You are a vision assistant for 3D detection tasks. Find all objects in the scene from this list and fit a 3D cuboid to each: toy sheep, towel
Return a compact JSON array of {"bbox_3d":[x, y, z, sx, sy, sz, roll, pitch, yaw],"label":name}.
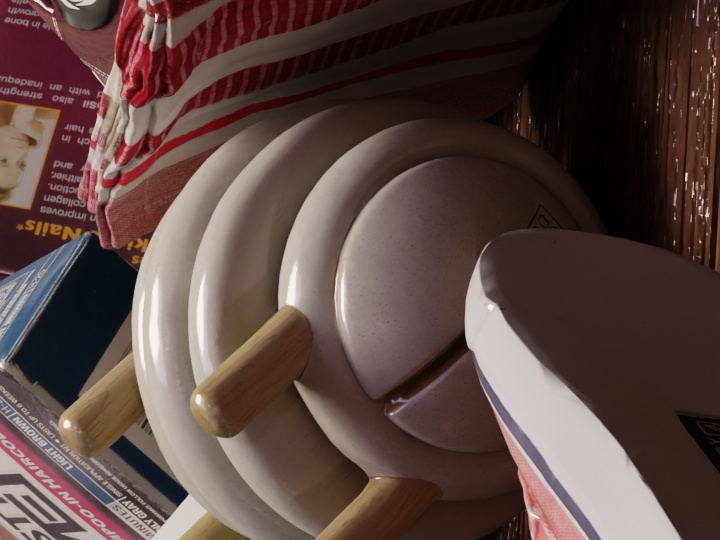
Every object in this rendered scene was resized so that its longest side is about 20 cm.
[{"bbox_3d":[0.002,0.018,0.753,0.200,0.137,0.138,-6,81,60],"label":"toy sheep"},{"bbox_3d":[0.000,-0.062,0.770,0.200,0.144,0.023,121,127,-72],"label":"towel"}]

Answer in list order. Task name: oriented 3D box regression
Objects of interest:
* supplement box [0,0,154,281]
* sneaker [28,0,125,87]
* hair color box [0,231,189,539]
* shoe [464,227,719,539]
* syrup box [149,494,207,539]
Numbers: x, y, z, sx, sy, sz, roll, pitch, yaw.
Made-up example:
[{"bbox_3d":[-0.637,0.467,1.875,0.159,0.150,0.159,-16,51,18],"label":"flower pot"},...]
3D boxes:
[{"bbox_3d":[-0.080,-0.048,1.020,0.086,0.110,0.200,94,-174,-53],"label":"supplement box"},{"bbox_3d":[-0.035,-0.113,0.856,0.200,0.115,0.076,-40,14,38],"label":"sneaker"},{"bbox_3d":[-0.116,0.066,0.942,0.200,0.100,0.061,-26,27,51],"label":"hair color box"},{"bbox_3d":[0.058,0.066,0.554,0.200,0.071,0.091,-117,36,-64],"label":"shoe"},{"bbox_3d":[-0.015,0.145,0.776,0.079,0.081,0.200,-49,27,3],"label":"syrup box"}]
